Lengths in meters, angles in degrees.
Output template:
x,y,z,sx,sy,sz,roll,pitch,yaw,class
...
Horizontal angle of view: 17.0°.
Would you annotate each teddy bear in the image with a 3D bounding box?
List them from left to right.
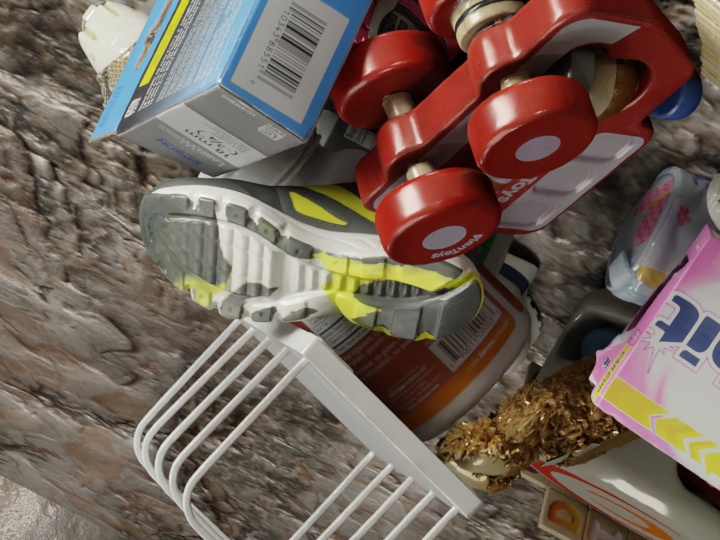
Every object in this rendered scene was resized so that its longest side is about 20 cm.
x,y,z,sx,sy,sz,roll,pitch,yaw,class
0.133,0.078,1.450,0.199,0.067,0.145,-23,166,8,teddy bear

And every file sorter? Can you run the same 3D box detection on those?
x,y,z,sx,sy,sz,roll,pitch,yaw,class
-0.043,0.116,1.424,0.139,0.125,0.200,46,174,-14,file sorter

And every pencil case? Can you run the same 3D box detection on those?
x,y,z,sx,sy,sz,roll,pitch,yaw,class
0.242,0.020,1.421,0.199,0.091,0.083,30,163,-8,pencil case

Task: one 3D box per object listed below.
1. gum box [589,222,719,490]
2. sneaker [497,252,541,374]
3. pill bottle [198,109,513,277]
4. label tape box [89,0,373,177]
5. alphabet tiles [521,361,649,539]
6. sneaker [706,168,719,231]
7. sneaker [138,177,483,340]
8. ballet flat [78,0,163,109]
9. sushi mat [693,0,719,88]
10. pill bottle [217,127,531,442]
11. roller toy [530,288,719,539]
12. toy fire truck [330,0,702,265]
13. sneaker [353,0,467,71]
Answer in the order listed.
x,y,z,sx,sy,sz,roll,pitch,yaw,class
0.233,0.072,1.328,0.199,0.114,0.066,34,-171,2,gum box
0.082,0.044,1.727,0.076,0.081,0.200,19,164,13,sneaker
-0.006,-0.035,1.574,0.199,0.114,0.113,26,162,-1,pill bottle
-0.064,-0.132,1.338,0.063,0.145,0.200,30,163,-19,label tape box
0.198,0.146,1.726,0.199,0.167,0.006,27,137,-10,alphabet tiles
0.290,0.003,1.322,0.198,0.080,0.130,7,148,21,sneaker
-0.026,-0.014,1.363,0.199,0.085,0.075,15,122,1,sneaker
-0.147,-0.136,1.516,0.075,0.068,0.200,50,177,-9,ballet flat
0.235,-0.062,1.195,0.200,0.012,0.096,47,172,29,sushi mat
0.000,0.000,1.465,0.200,0.112,0.112,45,159,-8,pill bottle
0.208,0.101,1.612,0.199,0.140,0.182,29,172,12,roller toy
0.092,-0.085,1.278,0.167,0.113,0.200,3,147,-40,toy fire truck
0.052,-0.093,1.389,0.074,0.081,0.200,13,157,27,sneaker
